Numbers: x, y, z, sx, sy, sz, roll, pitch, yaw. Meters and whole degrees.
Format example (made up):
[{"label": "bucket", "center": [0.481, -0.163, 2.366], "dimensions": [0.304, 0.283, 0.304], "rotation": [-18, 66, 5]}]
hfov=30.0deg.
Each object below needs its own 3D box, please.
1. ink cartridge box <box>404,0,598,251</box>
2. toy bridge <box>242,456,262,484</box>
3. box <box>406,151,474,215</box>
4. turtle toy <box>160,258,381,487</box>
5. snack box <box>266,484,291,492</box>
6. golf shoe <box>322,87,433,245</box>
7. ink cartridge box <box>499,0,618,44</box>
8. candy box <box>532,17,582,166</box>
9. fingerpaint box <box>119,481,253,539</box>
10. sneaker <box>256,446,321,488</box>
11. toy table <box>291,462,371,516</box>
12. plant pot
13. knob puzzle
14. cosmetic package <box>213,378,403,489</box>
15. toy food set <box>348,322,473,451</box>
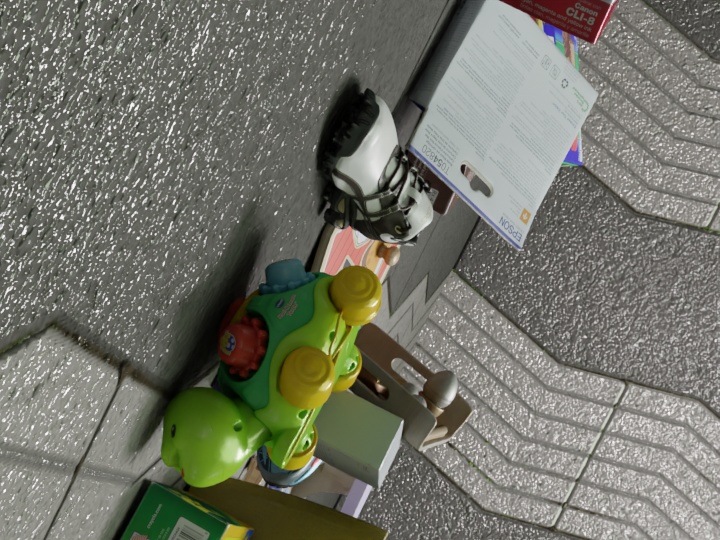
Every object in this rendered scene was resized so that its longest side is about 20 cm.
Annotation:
[{"label": "ink cartridge box", "center": [0.138, -0.155, 1.365], "dimensions": [0.040, 0.199, 0.201], "rotation": [11, -113, 50]}, {"label": "toy bridge", "center": [-0.152, 0.301, 1.479], "dimensions": [0.202, 0.027, 0.067], "rotation": [-63, 171, 2]}, {"label": "box", "center": [0.111, -0.151, 1.563], "dimensions": [0.101, 0.074, 0.200], "rotation": [-66, 174, 27]}, {"label": "turtle toy", "center": [-0.065, 0.075, 0.969], "dimensions": [0.201, 0.100, 0.146], "rotation": [-58, 171, -32]}, {"label": "snack box", "center": [-0.106, 0.286, 1.778], "dimensions": [0.072, 0.024, 0.201], "rotation": [-55, 170, -44]}, {"label": "golf shoe", "center": [0.022, -0.078, 1.088], "dimensions": [0.078, 0.094, 0.200], "rotation": [-60, 171, -14]}, {"label": "ink cartridge box", "center": [0.206, -0.347, 1.230], "dimensions": [0.146, 0.143, 0.201], "rotation": [-54, 168, -50]}, {"label": "candy box", "center": [0.198, -0.208, 1.544], "dimensions": [0.200, 0.076, 0.172], "rotation": [-4, 91, -68]}, {"label": "fingerpaint box", "center": [-0.170, 0.273, 1.054], "dimensions": [0.202, 0.073, 0.167], "rotation": [-62, 172, -9]}, {"label": "sneaker", "center": [-0.061, 0.121, 1.378], "dimensions": [0.096, 0.078, 0.202], "rotation": [64, 46, -65]}, {"label": "toy table", "center": [-0.031, 0.262, 1.871], "dimensions": [0.202, 0.116, 0.184], "rotation": [-62, 173, -11]}, {"label": "plant pot", "center": [-0.096, 0.286, 1.219], "dimensions": [0.201, 0.175, 0.200], "rotation": [-61, 174, -10]}, {"label": "knob puzzle", "center": [0.000, 0.000, 1.297], "dimensions": [0.220, 0.030, 0.221], "rotation": [-53, 157, -34]}, {"label": "cosmetic package", "center": [-0.040, 0.127, 1.154], "dimensions": [0.052, 0.150, 0.200], "rotation": [-60, 173, -11]}, {"label": "toy food set", "center": [0.033, 0.096, 1.260], "dimensions": [0.061, 0.143, 0.200], "rotation": [-51, 167, 5]}]
